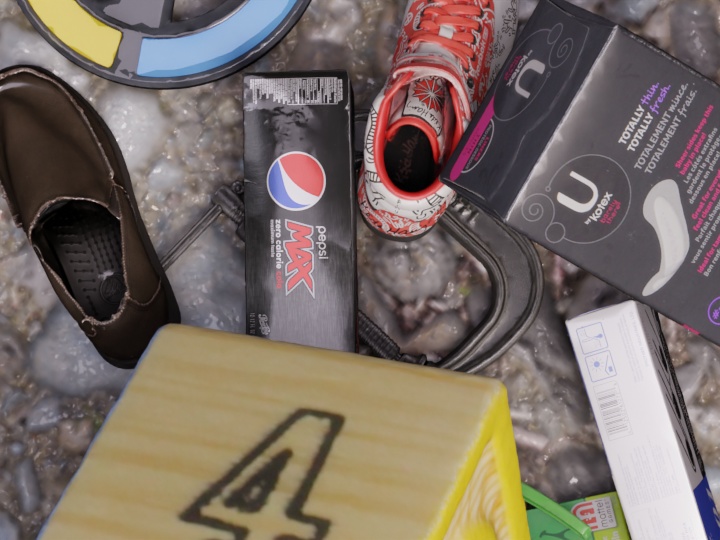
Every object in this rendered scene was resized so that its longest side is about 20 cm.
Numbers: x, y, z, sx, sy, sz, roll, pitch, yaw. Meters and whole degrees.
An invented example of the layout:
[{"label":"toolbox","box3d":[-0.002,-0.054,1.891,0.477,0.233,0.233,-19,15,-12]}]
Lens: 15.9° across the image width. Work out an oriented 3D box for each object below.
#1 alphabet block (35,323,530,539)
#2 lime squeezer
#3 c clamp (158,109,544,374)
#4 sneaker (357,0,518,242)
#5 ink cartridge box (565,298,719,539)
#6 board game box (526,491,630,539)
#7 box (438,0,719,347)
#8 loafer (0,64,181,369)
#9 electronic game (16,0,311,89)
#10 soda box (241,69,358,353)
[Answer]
[{"label":"alphabet block","box3d":[-0.036,0.169,1.348,0.199,0.196,0.197,10,49,20]},{"label":"lime squeezer","box3d":[0.037,0.122,1.484,0.199,0.071,0.038,-3,131,18]},{"label":"c clamp","box3d":[0.000,0.000,1.517,0.200,0.027,0.171,37,85,4]},{"label":"sneaker","box3d":[0.049,-0.118,1.465,0.067,0.108,0.202,18,81,0]},{"label":"ink cartridge box","box3d":[0.170,0.116,1.466,0.044,0.094,0.201,-17,87,12]},{"label":"board game box","box3d":[0.062,0.198,1.468,0.199,0.048,0.102,-12,48,2]},{"label":"box","box3d":[0.164,-0.046,1.399,0.199,0.106,0.123,29,95,-24]},{"label":"loafer","box3d":[-0.165,-0.040,1.487,0.073,0.071,0.200,-32,73,1]},{"label":"electronic game","box3d":[-0.116,-0.207,1.517,0.199,0.042,0.201,0,88,3]},{"label":"soda box","box3d":[-0.033,-0.010,1.469,0.063,0.071,0.201,-1,83,2]}]
